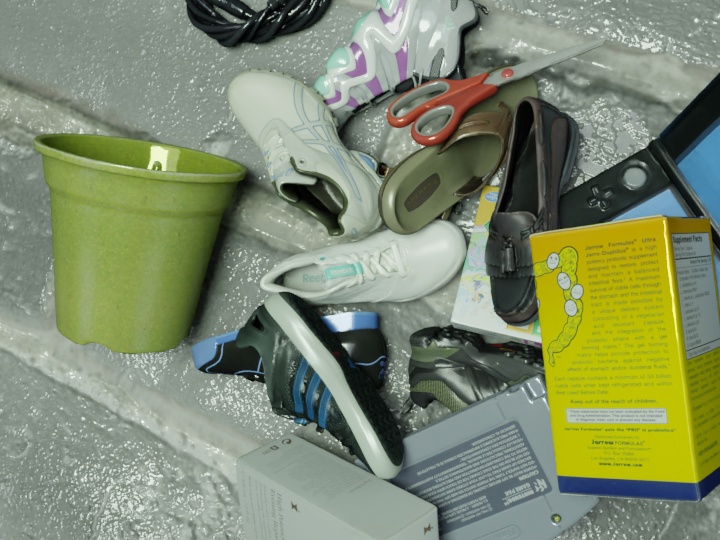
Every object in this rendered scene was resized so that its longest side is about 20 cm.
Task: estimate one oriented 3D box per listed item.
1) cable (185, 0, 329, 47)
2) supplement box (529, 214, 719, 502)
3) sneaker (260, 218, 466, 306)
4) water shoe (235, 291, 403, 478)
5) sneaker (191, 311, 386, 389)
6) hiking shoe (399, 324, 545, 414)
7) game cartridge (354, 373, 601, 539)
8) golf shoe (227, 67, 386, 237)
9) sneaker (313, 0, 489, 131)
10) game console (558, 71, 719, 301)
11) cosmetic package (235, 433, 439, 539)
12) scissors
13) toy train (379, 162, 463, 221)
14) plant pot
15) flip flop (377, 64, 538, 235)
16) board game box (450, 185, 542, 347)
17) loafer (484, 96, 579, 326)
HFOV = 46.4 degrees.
[{"bbox_3d":[-0.097,-0.318,0.857,0.199,0.051,0.164,-8,87,14],"label":"cable"},{"bbox_3d":[0.212,0.063,0.649,0.109,0.109,0.201,-8,87,38],"label":"supplement box"},{"bbox_3d":[0.000,0.000,0.796,0.199,0.088,0.076,-14,85,20],"label":"sneaker"},{"bbox_3d":[-0.037,0.113,0.761,0.079,0.071,0.200,-41,67,13],"label":"water shoe"},{"bbox_3d":[-0.072,0.093,0.831,0.199,0.070,0.078,-10,79,13],"label":"sneaker"},{"bbox_3d":[0.137,0.118,0.782,0.199,0.076,0.101,14,105,21],"label":"hiking shoe"},{"bbox_3d":[0.103,0.190,0.742,0.199,0.041,0.134,-29,78,24],"label":"game cartridge"},{"bbox_3d":[-0.057,-0.109,0.768,0.200,0.097,0.078,41,125,8],"label":"golf shoe"},{"bbox_3d":[0.046,-0.183,0.803,0.140,0.078,0.200,35,110,4],"label":"sneaker"},{"bbox_3d":[0.273,-0.027,0.676,0.170,0.118,0.201,-29,72,4],"label":"game console"},{"bbox_3d":[-0.023,0.232,0.758,0.199,0.074,0.102,14,116,47],"label":"cosmetic package"},{"bbox_3d":[0.117,-0.174,0.753,0.199,0.014,0.073,-31,47,-2],"label":"scissors"},{"bbox_3d":[0.006,-0.094,0.826,0.199,0.046,0.034,21,94,14],"label":"toy train"},{"bbox_3d":[-0.224,-0.025,0.826,0.199,0.200,0.185,14,103,15],"label":"plant pot"},{"bbox_3d":[0.098,-0.106,0.759,0.200,0.057,0.081,-43,120,-18],"label":"flip flop"},{"bbox_3d":[0.195,0.007,0.765,0.199,0.034,0.135,12,80,15],"label":"board game box"},{"bbox_3d":[0.139,-0.054,0.731,0.072,0.063,0.201,0,71,46],"label":"loafer"}]
